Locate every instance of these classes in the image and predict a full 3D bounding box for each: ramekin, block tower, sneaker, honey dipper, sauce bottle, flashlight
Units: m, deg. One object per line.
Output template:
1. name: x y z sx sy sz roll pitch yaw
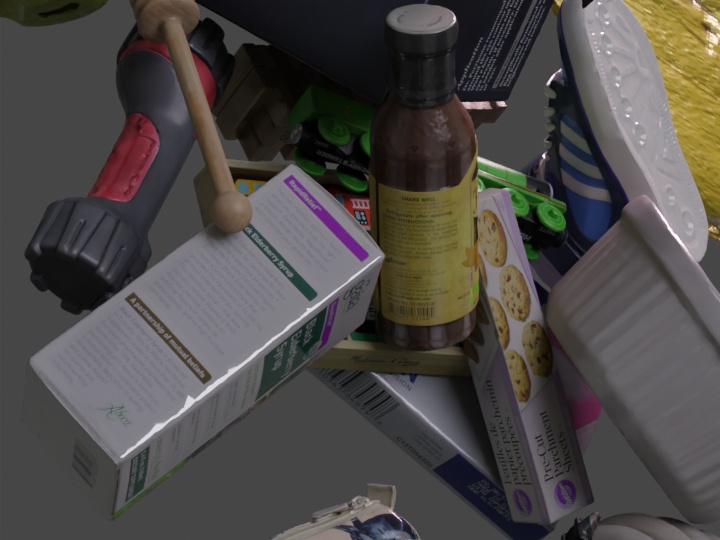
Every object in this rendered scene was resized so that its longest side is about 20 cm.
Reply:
1. ramekin: 0.193 0.062 1.608 0.203 0.094 0.202 53 5 -7
2. block tower: -0.001 -0.107 1.707 0.199 0.058 0.054 -4 58 -41
3. sneaker: 0.129 -0.076 1.731 0.081 0.146 0.201 -41 113 -48
4. honey dipper: -0.094 -0.099 1.499 0.038 0.038 0.201 10 46 -37
5. sauce bottle: 0.036 -0.052 1.520 0.064 0.201 0.065 -1 31 0
6. flashlight: -0.136 -0.067 1.553 0.068 0.067 0.200 73 31 -41

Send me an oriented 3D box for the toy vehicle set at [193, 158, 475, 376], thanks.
1. toy vehicle set: 0.000 0.000 1.609 0.199 0.027 0.125 4 59 -36

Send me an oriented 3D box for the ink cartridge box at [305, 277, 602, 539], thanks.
1. ink cartridge box: 0.070 0.042 1.689 0.196 0.043 0.200 40 46 -14

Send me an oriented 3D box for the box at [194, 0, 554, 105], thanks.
1. box: -0.003 -0.194 1.624 0.196 0.118 0.200 30 15 20

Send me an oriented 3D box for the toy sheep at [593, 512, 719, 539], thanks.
1. toy sheep: 0.161 0.207 1.583 0.199 0.138 0.138 -12 72 -45

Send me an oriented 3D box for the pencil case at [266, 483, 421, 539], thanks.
1. pencil case: -0.052 0.182 1.463 0.199 0.078 0.090 -14 95 -45

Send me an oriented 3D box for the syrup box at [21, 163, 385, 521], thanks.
1. syrup box: -0.086 0.038 1.467 0.200 0.079 0.081 -37 73 -25

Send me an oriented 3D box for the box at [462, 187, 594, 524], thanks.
1. box: 0.090 0.052 1.600 0.041 0.039 0.201 -20 99 -34

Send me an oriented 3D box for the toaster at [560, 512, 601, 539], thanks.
1. toaster: 0.072 0.262 1.435 0.119 0.200 0.181 44 43 -4

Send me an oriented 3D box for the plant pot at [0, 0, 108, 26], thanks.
1. plant pot: -0.201 -0.250 1.547 0.200 0.200 0.185 17 65 -33

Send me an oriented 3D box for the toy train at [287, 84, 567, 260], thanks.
1. toy train: 0.042 -0.061 1.638 0.199 0.042 0.057 20 40 -27
